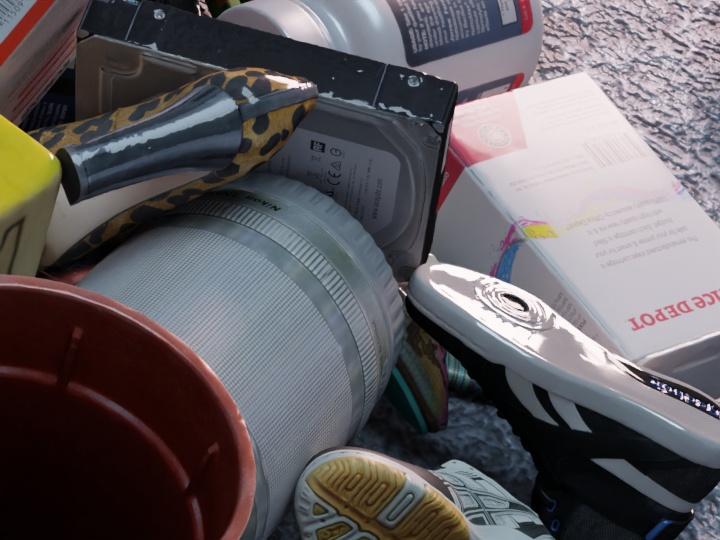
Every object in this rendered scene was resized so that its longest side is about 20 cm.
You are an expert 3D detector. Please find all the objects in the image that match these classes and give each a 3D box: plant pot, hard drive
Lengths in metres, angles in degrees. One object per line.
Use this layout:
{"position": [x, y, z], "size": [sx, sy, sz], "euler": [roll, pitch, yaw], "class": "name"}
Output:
{"position": [-0.169, 0.142, 1.327], "size": [0.199, 0.196, 0.201], "euler": [12, 41, -11], "class": "plant pot"}
{"position": [-0.054, -0.068, 1.535], "size": [0.199, 0.140, 0.038], "euler": [16, 52, 5], "class": "hard drive"}

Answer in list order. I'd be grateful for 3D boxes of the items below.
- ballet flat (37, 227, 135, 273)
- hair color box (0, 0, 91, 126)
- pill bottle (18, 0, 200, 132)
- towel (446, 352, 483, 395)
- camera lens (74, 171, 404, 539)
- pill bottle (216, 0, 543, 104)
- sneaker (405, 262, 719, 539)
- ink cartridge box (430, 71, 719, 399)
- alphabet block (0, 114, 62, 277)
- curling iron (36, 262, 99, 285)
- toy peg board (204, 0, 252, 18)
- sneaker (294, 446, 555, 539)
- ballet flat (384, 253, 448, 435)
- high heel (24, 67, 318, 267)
{"position": [-0.176, -0.037, 1.618], "size": [0.199, 0.071, 0.071], "euler": [-16, 53, -35], "class": "ballet flat"}
{"position": [-0.187, -0.129, 1.515], "size": [0.061, 0.200, 0.102], "euler": [38, 80, 1], "class": "hair color box"}
{"position": [-0.198, -0.133, 1.676], "size": [0.199, 0.112, 0.112], "euler": [8, 42, -16], "class": "pill bottle"}
{"position": [-0.001, 0.000, 1.688], "size": [0.199, 0.022, 0.147], "euler": [17, 42, -8], "class": "towel"}
{"position": [-0.085, 0.059, 1.479], "size": [0.159, 0.161, 0.200], "euler": [31, 41, 11], "class": "camera lens"}
{"position": [0.006, -0.137, 1.753], "size": [0.199, 0.120, 0.120], "euler": [-20, 55, -43], "class": "pill bottle"}
{"position": [0.095, 0.087, 1.560], "size": [0.199, 0.112, 0.073], "euler": [29, 25, 0], "class": "sneaker"}
{"position": [0.126, -0.009, 1.681], "size": [0.147, 0.086, 0.200], "euler": [-15, 59, -42], "class": "ink cartridge box"}
{"position": [-0.289, 0.008, 1.416], "size": [0.195, 0.201, 0.196], "euler": [35, 42, 15], "class": "alphabet block"}
{"position": [-0.166, 0.002, 1.592], "size": [0.199, 0.050, 0.026], "euler": [-25, 39, -25], "class": "curling iron"}
{"position": [-0.118, -0.210, 1.743], "size": [0.198, 0.200, 0.098], "euler": [-10, 64, -32], "class": "toy peg board"}
{"position": [0.031, 0.132, 1.489], "size": [0.200, 0.076, 0.088], "euler": [34, 21, -39], "class": "sneaker"}
{"position": [0.000, 0.000, 1.614], "size": [0.071, 0.069, 0.200], "euler": [-36, 69, -16], "class": "ballet flat"}
{"position": [-0.108, -0.057, 1.500], "size": [0.142, 0.200, 0.072], "euler": [-20, 92, -22], "class": "high heel"}
